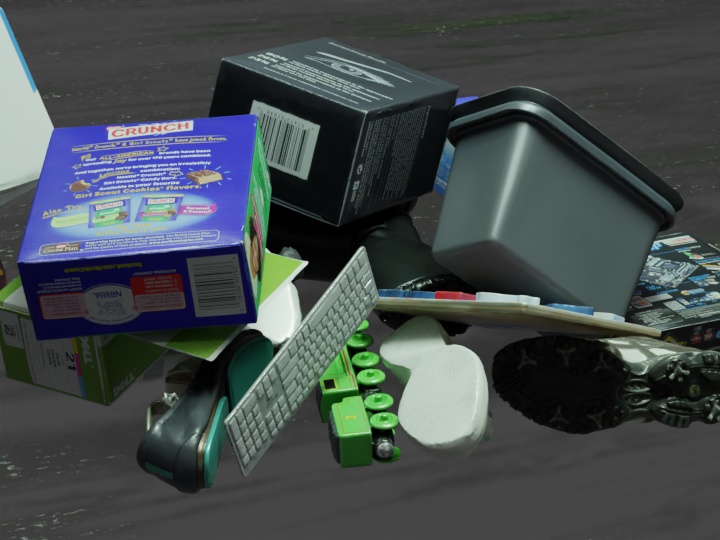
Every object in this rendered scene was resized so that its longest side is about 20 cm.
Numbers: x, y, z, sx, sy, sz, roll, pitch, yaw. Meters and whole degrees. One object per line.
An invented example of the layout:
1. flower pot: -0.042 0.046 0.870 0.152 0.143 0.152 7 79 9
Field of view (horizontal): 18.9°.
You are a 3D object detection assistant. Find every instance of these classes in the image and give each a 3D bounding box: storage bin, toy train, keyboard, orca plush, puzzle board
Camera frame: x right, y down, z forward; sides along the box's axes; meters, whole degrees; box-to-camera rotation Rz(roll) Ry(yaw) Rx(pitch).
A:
1. storage bin: 0.145 -0.035 1.782 0.199 0.135 0.145 35 -28 -29
2. toy train: -0.009 0.093 1.683 0.056 0.042 0.200 -7 26 -6
3. keyboard: -0.042 0.066 1.616 0.011 0.057 0.200 16 49 27
4. orca plush: -0.113 0.016 1.796 0.199 0.071 0.105 33 59 26
5. puzzle board: 0.113 0.032 1.688 0.150 0.018 0.199 10 -5 -39

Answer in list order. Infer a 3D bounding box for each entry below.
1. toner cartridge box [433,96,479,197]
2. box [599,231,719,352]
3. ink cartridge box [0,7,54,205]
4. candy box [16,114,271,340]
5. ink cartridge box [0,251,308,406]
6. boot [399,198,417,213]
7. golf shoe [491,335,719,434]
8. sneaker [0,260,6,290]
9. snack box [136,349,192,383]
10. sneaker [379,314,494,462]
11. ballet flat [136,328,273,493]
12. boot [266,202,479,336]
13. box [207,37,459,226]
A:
1. toner cartridge box: 0.141 -0.086 2.059 0.043 0.096 0.200 -7 27 -31
2. box: 0.266 0.027 1.904 0.199 0.046 0.159 -10 29 -34
3. ink cartridge box: -0.371 -0.099 1.751 0.199 0.148 0.144 -24 0 38
4. candy box: -0.157 -0.036 1.625 0.167 0.078 0.201 -4 33 4
5. ink cartridge box: -0.157 0.037 1.653 0.199 0.076 0.148 14 37 26
6. boot: -0.067 -0.068 1.979 0.197 0.074 0.162 13 21 28
7. golf shoe: 0.198 0.089 1.734 0.198 0.079 0.094 7 6 -6
8. sneaker: -0.321 -0.001 1.726 0.074 0.091 0.200 5 24 -6
9. snack box: -0.193 0.033 1.772 0.071 0.025 0.200 -10 30 -30
10. sneaker: 0.073 0.104 1.633 0.075 0.089 0.200 -34 21 6
11. ballet flat: -0.119 0.097 1.603 0.072 0.074 0.200 11 28 8
12. boot: -0.001 0.001 1.839 0.197 0.074 0.162 -4 29 -29
13. box: -0.025 -0.124 1.871 0.147 0.105 0.200 22 19 22
